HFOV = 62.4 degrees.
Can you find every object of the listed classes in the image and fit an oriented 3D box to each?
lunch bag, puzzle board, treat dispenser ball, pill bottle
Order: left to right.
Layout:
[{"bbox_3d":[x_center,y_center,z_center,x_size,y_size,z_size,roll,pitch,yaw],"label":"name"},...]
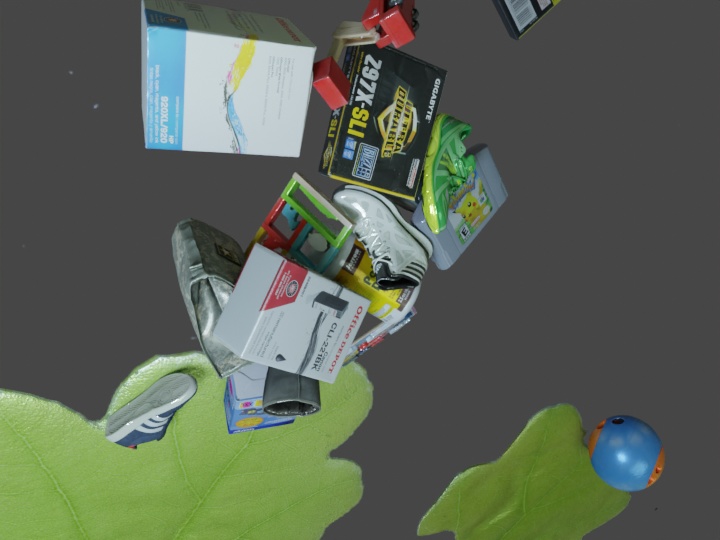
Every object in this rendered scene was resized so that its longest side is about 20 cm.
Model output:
[{"bbox_3d":[-0.220,0.031,0.925,0.116,0.165,0.203,-23,130,-9],"label":"lunch bag"},{"bbox_3d":[0.000,0.000,1.020,0.198,0.110,0.110,31,109,-17],"label":"pill bottle"},{"bbox_3d":[0.024,0.131,1.144,0.198,0.018,0.151,-35,168,2],"label":"puzzle board"},{"bbox_3d":[0.746,0.512,1.671,0.197,0.202,0.204,-12,127,-16],"label":"treat dispenser ball"}]

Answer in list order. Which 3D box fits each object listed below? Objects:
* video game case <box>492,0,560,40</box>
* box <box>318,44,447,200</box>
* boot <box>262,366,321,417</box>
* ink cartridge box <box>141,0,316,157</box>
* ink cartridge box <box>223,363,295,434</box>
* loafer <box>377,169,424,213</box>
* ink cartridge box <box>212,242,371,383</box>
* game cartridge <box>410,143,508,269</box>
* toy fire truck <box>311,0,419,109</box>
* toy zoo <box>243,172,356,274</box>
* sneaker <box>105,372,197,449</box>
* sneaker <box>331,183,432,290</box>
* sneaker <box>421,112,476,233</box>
[{"bbox_3d":[0.254,-0.479,0.868,0.180,0.026,0.200,-41,128,7],"label":"video game case"},{"bbox_3d":[0.034,-0.224,0.896,0.157,0.049,0.204,11,98,-28],"label":"box"},{"bbox_3d":[-0.082,0.152,1.032,0.178,0.202,0.074,-11,127,-1],"label":"boot"},{"bbox_3d":[-0.175,-0.245,0.762,0.196,0.148,0.147,-1,124,-22],"label":"ink cartridge box"},{"bbox_3d":[-0.184,0.242,1.122,0.134,0.078,0.201,-5,150,-20],"label":"ink cartridge box"},{"bbox_3d":[0.079,-0.140,1.019,0.197,0.062,0.073,18,84,-37],"label":"loafer"},{"bbox_3d":[-0.094,0.069,0.876,0.199,0.083,0.147,27,88,-48],"label":"ink cartridge box"},{"bbox_3d":[0.174,-0.117,1.031,0.201,0.040,0.134,-49,124,-16],"label":"game cartridge"},{"bbox_3d":[0.007,-0.319,0.785,0.139,0.203,0.049,-20,138,28],"label":"toy fire truck"},{"bbox_3d":[-0.109,-0.036,0.959,0.201,0.131,0.020,-53,165,19],"label":"toy zoo"},{"bbox_3d":[-0.365,0.261,1.087,0.198,0.076,0.085,-30,129,11],"label":"sneaker"},{"bbox_3d":[0.030,-0.046,0.941,0.199,0.117,0.076,36,134,-16],"label":"sneaker"},{"bbox_3d":[0.141,-0.157,0.942,0.082,0.204,0.074,8,164,5],"label":"sneaker"}]
